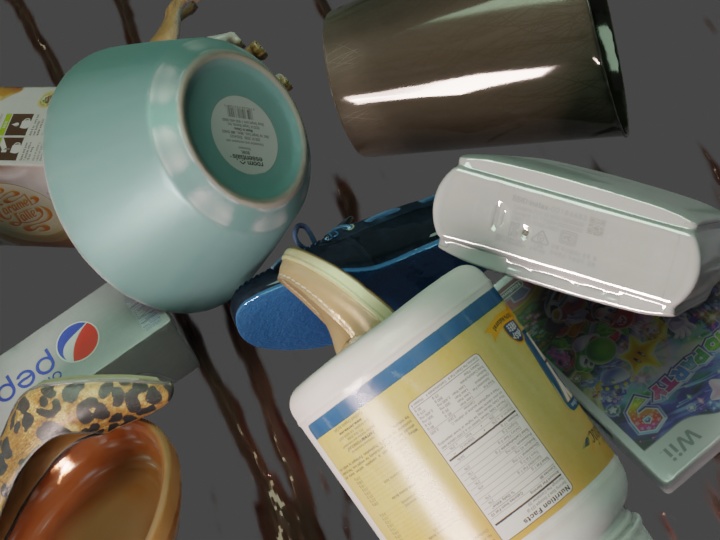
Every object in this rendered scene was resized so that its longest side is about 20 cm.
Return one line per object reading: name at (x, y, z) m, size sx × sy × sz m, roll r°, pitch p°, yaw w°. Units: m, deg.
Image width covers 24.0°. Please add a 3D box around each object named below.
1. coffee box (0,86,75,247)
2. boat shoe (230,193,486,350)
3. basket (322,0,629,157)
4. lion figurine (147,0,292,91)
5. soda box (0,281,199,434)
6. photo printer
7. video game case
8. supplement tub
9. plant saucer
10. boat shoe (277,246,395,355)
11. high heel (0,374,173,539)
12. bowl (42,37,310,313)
coffee box at (-0.293, -0.081, 1.328) m, size 0.198 × 0.115 × 0.080 m, roll 3°, pitch 57°, yaw 20°
boat shoe at (0.000, 0.000, 1.207) m, size 0.198 × 0.085 × 0.069 m, roll -15°, pitch 43°, yaw -13°
basket at (0.082, -0.163, 1.248) m, size 0.198 × 0.136 × 0.182 m, roll -12°, pitch 76°, yaw 15°
lion figurine at (-0.136, -0.145, 1.359) m, size 0.122 × 0.073 × 0.200 m, roll -42°, pitch 39°, yaw -3°
soda box at (-0.219, 0.088, 1.212) m, size 0.199 × 0.068 × 0.064 m, roll -35°, pitch 55°, yaw -7°
photo printer at (0.149, -0.026, 1.074) m, size 0.165 × 0.200 × 0.070 m, roll 17°, pitch 98°, yaw 18°
video game case at (0.192, 0.038, 1.140) m, size 0.143 × 0.018 × 0.200 m, roll -38°, pitch 53°, yaw -10°
supplement tub at (0.068, 0.115, 1.006) m, size 0.144 × 0.145 × 0.201 m, roll -36°, pitch 87°, yaw -8°
plant saucer at (-0.186, 0.189, 1.109) m, size 0.199 × 0.037 × 0.201 m, roll -32°, pitch 33°, yaw 24°
boat shoe at (0.014, 0.065, 1.115) m, size 0.200 × 0.072 × 0.065 m, roll 42°, pitch 85°, yaw 3°
high heel at (-0.207, 0.149, 1.119) m, size 0.198 × 0.071 × 0.144 m, roll -14°, pitch 75°, yaw 12°
bowl at (-0.112, -0.082, 1.184) m, size 0.105 × 0.200 × 0.203 m, roll -25°, pitch 43°, yaw 44°
